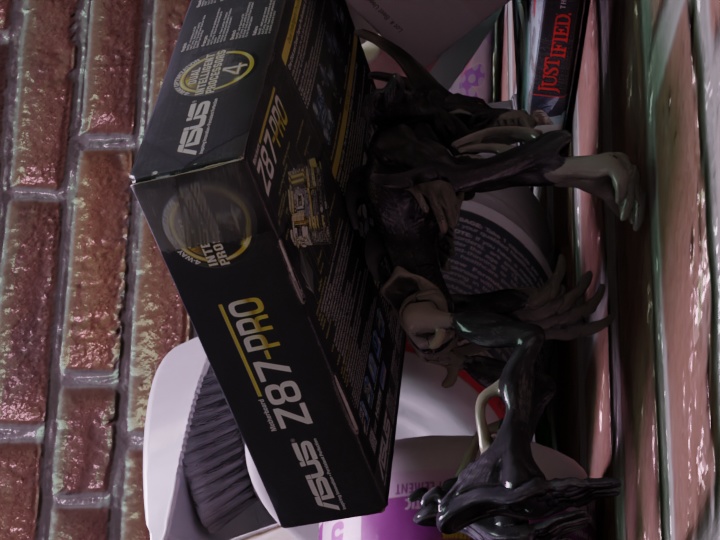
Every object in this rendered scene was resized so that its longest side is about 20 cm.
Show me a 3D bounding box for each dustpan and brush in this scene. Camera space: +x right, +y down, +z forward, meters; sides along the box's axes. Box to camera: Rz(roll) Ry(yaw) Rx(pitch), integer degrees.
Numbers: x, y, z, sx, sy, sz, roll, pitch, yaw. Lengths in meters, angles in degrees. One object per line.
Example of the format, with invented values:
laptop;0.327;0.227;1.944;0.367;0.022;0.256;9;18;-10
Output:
dustpan and brush;-0.065;0.051;1.072;0.140;0.057;0.200;24;-125;-66

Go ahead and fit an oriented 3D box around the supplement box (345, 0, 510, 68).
supplement box;0.032;-0.183;0.871;0.061;0.109;0.200;41;-156;-34

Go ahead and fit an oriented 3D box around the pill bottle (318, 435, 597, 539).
pill bottle;0.037;0.173;0.815;0.112;0.112;0.200;93;177;-66

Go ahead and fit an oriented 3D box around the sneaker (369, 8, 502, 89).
sneaker;-0.002;-0.117;1.051;0.075;0.105;0.200;-46;8;48

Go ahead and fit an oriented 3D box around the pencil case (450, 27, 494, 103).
pencil case;0.051;-0.145;1.432;0.091;0.083;0.200;-51;-36;-81

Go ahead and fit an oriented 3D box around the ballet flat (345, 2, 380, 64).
ballet flat;0.012;-0.131;0.974;0.200;0.069;0.070;-29;-55;-59

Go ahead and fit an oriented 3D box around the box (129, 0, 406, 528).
box;-0.024;-0.026;0.820;0.200;0.049;0.161;-81;-23;-54

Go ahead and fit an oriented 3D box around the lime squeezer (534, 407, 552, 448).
lime squeezer;0.064;0.118;0.977;0.200;0.071;0.038;-50;-55;-40

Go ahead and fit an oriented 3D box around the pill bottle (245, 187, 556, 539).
pill bottle;0.029;0.034;0.985;0.200;0.119;0.120;-66;-18;-53

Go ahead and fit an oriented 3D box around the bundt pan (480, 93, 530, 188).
bundt pan;0.055;-0.006;1.257;0.202;0.076;0.202;-178;90;-89

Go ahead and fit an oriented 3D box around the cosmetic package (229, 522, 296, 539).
cosmetic package;-0.001;0.178;1.061;0.200;0.087;0.104;11;-122;-66

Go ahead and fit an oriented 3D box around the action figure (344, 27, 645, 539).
action figure;0.050;0.000;0.775;0.119;0.102;0.200;87;174;-66

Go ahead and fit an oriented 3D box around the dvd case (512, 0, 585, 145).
dvd case;0.090;-0.166;0.984;0.200;0.022;0.146;91;180;-50
